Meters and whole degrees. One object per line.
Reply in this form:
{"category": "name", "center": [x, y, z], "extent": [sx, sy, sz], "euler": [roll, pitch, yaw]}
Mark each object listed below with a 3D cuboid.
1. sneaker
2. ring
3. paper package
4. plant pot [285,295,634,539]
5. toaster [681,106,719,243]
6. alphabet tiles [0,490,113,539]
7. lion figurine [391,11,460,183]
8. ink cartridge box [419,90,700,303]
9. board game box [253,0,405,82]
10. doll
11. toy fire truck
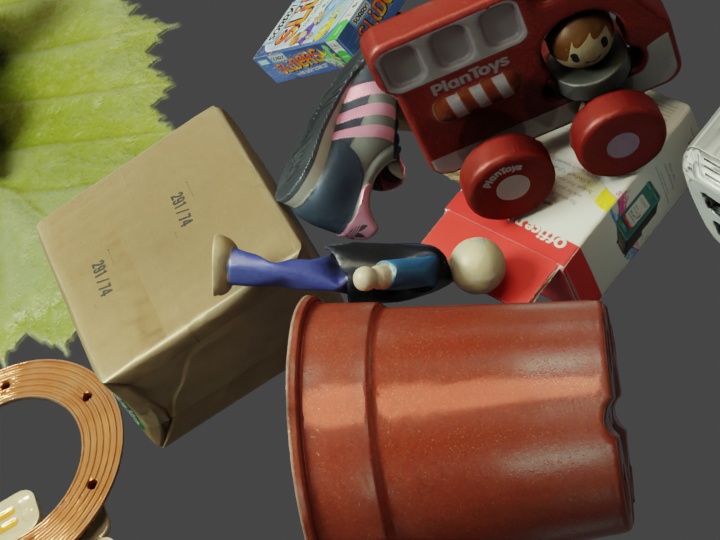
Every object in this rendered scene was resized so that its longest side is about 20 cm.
{"category": "sneaker", "center": [0.004, -0.105, 1.287], "extent": [0.070, 0.082, 0.200], "euler": [-37, 22, 52]}
{"category": "ring", "center": [-0.269, 0.157, 1.280], "extent": [0.200, 0.019, 0.201], "euler": [-13, 51, 16]}
{"category": "paper package", "center": [-0.134, 0.002, 1.295], "extent": [0.190, 0.104, 0.200], "euler": [-33, 48, 0]}
{"category": "plant pot", "center": [0.071, 0.104, 1.070], "extent": [0.195, 0.201, 0.201], "euler": [-7, 52, 11]}
{"category": "toaster", "center": [0.314, -0.058, 1.118], "extent": [0.129, 0.114, 0.200], "euler": [-45, 51, -6]}
{"category": "alphabet tiles", "center": [-0.258, 0.257, 1.219], "extent": [0.195, 0.015, 0.200], "euler": [-31, 48, 1]}
{"category": "lion figurine", "center": [0.059, -0.135, 1.338], "extent": [0.200, 0.072, 0.123], "euler": [18, 72, 51]}
{"category": "ink cartridge box", "center": [0.147, -0.048, 1.218], "extent": [0.116, 0.067, 0.200], "euler": [29, 71, 39]}
{"category": "board game box", "center": [0.004, -0.253, 1.434], "extent": [0.135, 0.034, 0.200], "euler": [-3, 50, 56]}
{"category": "doll", "center": [0.000, 0.000, 1.141], "extent": [0.199, 0.136, 0.049], "euler": [1, 90, 0]}
{"category": "toy fire truck", "center": [0.116, -0.141, 1.143], "extent": [0.200, 0.168, 0.112], "euler": [-22, 51, 8]}
